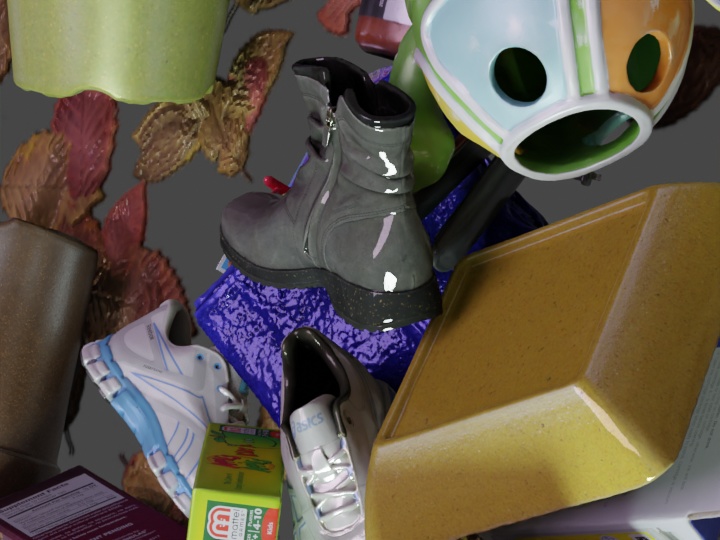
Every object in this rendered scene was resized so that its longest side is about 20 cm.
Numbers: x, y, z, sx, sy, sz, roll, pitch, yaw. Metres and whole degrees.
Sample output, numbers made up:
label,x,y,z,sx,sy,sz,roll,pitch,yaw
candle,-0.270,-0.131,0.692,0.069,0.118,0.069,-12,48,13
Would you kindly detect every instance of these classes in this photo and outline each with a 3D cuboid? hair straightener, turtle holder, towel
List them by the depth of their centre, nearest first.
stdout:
label,x,y,z,sx,sy,sz,roll,pitch,yaw
turtle holder,0.081,-0.117,1.470,0.184,0.141,0.133,-14,64,11
hair straightener,0.107,-0.072,1.549,0.200,0.041,0.077,-43,64,-8
towel,0.000,0.000,1.623,0.200,0.049,0.148,-50,58,17

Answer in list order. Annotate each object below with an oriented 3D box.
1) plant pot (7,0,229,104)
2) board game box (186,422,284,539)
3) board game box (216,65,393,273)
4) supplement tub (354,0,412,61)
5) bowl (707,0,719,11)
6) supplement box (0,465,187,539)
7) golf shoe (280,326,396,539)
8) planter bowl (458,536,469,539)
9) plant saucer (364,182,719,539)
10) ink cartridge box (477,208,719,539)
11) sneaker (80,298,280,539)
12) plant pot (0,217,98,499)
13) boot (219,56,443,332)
label,x,y,z,sx,sy,sz,roll,pitch,yaw
plant pot,-0.153,-0.205,1.847,0.200,0.199,0.186,15,105,50
board game box,-0.070,0.151,1.569,0.200,0.047,0.102,-95,12,-83
board game box,-0.019,-0.040,1.702,0.158,0.039,0.201,27,89,57
supplement tub,0.067,-0.211,1.630,0.107,0.107,0.201,16,95,50
bowl,0.253,-0.203,1.403,0.200,0.107,0.202,-15,70,47
supplement box,-0.149,0.211,1.781,0.200,0.085,0.111,22,125,50
golf shoe,-0.016,0.116,1.508,0.078,0.097,0.201,-24,43,10
planter bowl,-0.003,0.213,1.577,0.200,0.083,0.202,-175,90,-76
plant saucer,0.091,0.038,1.440,0.199,0.048,0.201,-20,32,40
ink cartridge box,0.164,0.050,1.454,0.199,0.047,0.199,-7,53,48
sneaker,-0.095,0.094,1.789,0.087,0.075,0.200,-39,60,3
plant pot,-0.271,0.060,1.920,0.200,0.200,0.199,11,82,50
boot,-0.017,-0.054,1.524,0.200,0.067,0.132,24,124,58
